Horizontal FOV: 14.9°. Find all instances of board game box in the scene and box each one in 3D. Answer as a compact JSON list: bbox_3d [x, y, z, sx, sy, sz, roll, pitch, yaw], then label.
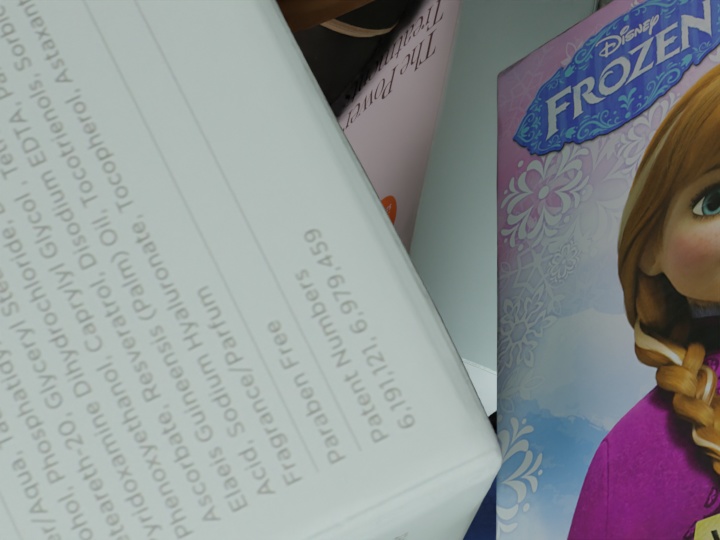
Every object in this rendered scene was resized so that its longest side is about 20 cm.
[{"bbox_3d":[0.112,-0.003,0.570,0.200,0.041,0.200,-31,41,35],"label":"board game box"}]

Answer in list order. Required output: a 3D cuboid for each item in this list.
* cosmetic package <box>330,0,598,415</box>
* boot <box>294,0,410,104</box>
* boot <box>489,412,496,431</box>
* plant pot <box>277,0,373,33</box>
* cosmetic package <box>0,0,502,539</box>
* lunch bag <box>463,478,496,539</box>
[{"bbox_3d":[0.000,0.000,0.891,0.200,0.052,0.151,-42,32,55],"label":"cosmetic package"},{"bbox_3d":[-0.096,-0.093,0.883,0.200,0.077,0.139,34,122,4],"label":"boot"},{"bbox_3d":[0.042,0.052,0.952,0.090,0.073,0.200,-95,18,-48],"label":"boot"},{"bbox_3d":[-0.013,-0.155,0.753,0.140,0.200,0.200,61,146,6],"label":"plant pot"},{"bbox_3d":[-0.095,0.030,0.651,0.167,0.200,0.167,63,170,11],"label":"cosmetic package"},{"bbox_3d":[0.031,0.137,0.759,0.133,0.136,0.200,64,179,-31],"label":"lunch bag"}]
